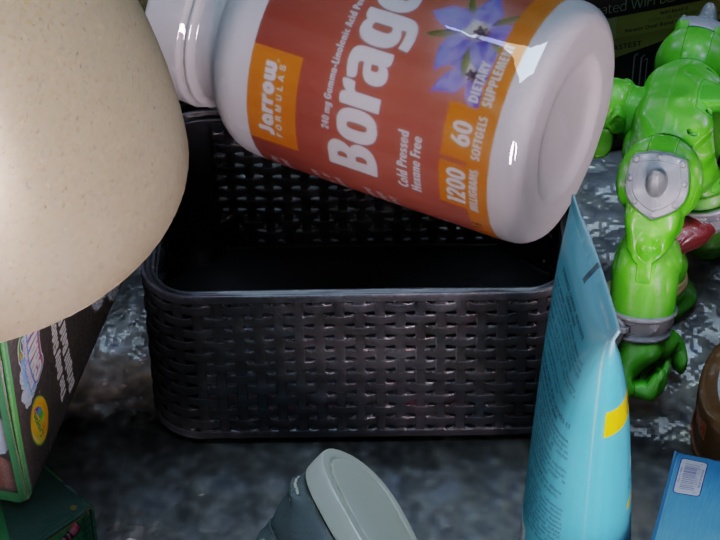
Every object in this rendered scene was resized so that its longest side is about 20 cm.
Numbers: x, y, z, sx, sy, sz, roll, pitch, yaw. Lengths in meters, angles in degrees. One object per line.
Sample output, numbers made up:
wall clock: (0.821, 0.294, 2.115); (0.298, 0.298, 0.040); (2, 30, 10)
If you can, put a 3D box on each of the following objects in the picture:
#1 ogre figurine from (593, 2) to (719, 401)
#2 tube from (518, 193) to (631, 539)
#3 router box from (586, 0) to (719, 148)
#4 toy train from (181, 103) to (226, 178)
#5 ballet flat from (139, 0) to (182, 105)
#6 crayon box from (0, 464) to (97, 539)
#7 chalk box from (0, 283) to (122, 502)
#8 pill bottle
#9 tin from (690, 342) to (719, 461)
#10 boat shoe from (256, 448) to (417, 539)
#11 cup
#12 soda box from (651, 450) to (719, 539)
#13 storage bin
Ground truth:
ogre figurine: (0.153, -0.045, 1.183); (0.098, 0.120, 0.200); (24, 47, 26)
tube: (0.090, 0.070, 0.997); (0.050, 0.201, 0.078); (-11, 44, -9)
router box: (0.093, -0.131, 1.253); (0.199, 0.158, 0.052); (-11, 43, -12)
toy train: (-0.149, -0.047, 1.225); (0.114, 0.087, 0.200); (32, 49, 20)
ballet flat: (-0.116, -0.103, 1.192); (0.072, 0.068, 0.200); (18, 43, 24)
crayon box: (-0.223, 0.139, 1.033); (0.200, 0.059, 0.119); (-34, 52, -31)
chalk box: (-0.186, 0.011, 1.032); (0.123, 0.125, 0.201); (10, 47, 11)
pill bottle: (0.005, -0.093, 1.108); (0.199, 0.113, 0.112); (19, 46, 22)
tin: (0.252, 0.068, 1.118); (0.199, 0.042, 0.112); (3, 38, 5)
boat shoe: (0.006, 0.168, 1.011); (0.062, 0.073, 0.201); (-41, 48, 20)
cup: (-0.169, -0.090, 0.944); (0.199, 0.144, 0.201); (0, 47, 0)
soda box: (0.136, 0.170, 0.982); (0.064, 0.068, 0.200); (10, 43, 14)
storage bin: (0.000, 0.000, 1.157); (0.199, 0.094, 0.136); (-1, 42, 1)
